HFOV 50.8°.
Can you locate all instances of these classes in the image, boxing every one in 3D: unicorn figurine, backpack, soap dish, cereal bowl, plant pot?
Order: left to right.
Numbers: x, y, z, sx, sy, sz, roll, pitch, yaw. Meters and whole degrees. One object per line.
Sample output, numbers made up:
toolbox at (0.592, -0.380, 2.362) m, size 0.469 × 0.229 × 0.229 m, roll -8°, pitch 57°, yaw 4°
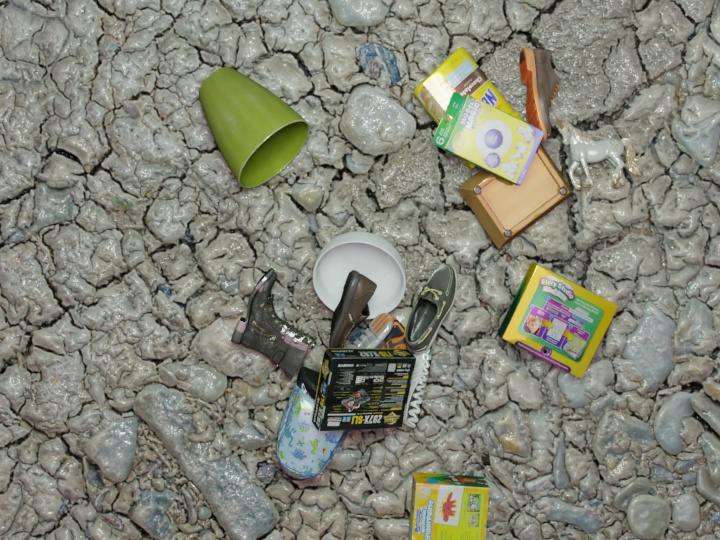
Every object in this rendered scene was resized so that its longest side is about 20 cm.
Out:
plant pot at (-0.234, -0.306, 1.541) m, size 0.187 × 0.187 × 0.201 m, roll -42°, pitch 79°, yaw 4°
backpack at (-0.103, 0.339, 1.620) m, size 0.161 × 0.154 × 0.202 m, roll 28°, pitch 107°, yaw -9°
cereal bowl at (0.000, 0.000, 1.586) m, size 0.195 × 0.084 × 0.204 m, roll 3°, pitch 126°, yaw 3°
soap dish at (0.328, -0.166, 1.586) m, size 0.198 × 0.081 × 0.159 m, roll -36°, pitch 95°, yaw 4°
unicorn figurine at (0.483, -0.243, 1.590) m, size 0.195 × 0.074 × 0.141 m, roll -2°, pitch 87°, yaw -14°

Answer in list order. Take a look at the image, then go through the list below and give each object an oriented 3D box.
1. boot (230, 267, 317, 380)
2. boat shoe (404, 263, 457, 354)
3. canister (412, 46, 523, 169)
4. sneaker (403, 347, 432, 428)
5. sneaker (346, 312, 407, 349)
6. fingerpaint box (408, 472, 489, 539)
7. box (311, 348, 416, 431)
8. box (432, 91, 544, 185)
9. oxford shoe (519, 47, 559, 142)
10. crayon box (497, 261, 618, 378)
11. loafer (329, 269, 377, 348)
boot at (-0.170, 0.115, 1.629) m, size 0.171 × 0.069 × 0.203 m, roll 26°, pitch 103°, yaw -5°
boat shoe at (0.149, 0.074, 1.595) m, size 0.070 × 0.061 × 0.205 m, roll 17°, pitch 77°, yaw 24°
canister at (0.220, -0.336, 1.568) m, size 0.148 × 0.087 × 0.201 m, roll -40°, pitch 93°, yaw 4°
sneaker at (0.106, 0.234, 1.635) m, size 0.079 × 0.075 × 0.205 m, roll 14°, pitch 95°, yaw 8°
sneaker at (0.027, 0.193, 1.610) m, size 0.200 × 0.078 × 0.112 m, roll -44°, pitch 125°, yaw 8°
fingerpaint box at (0.190, 0.556, 1.663) m, size 0.162 × 0.073 × 0.205 m, roll 3°, pitch 95°, yaw -1°
box at (0.008, 0.242, 1.546) m, size 0.196 × 0.049 × 0.163 m, roll 2°, pitch 109°, yaw -27°
box at (0.251, -0.264, 1.507) m, size 0.196 × 0.048 × 0.119 m, roll 24°, pitch 96°, yaw -1°
oxford shoe at (0.377, -0.363, 1.554) m, size 0.071 × 0.071 × 0.205 m, roll -5°, pitch 80°, yaw -4°
crayon box at (0.420, 0.106, 1.625) m, size 0.197 × 0.058 × 0.175 m, roll 26°, pitch 94°, yaw -3°
loafer at (-0.016, 0.094, 1.559) m, size 0.069 × 0.074 × 0.202 m, roll 14°, pitch 129°, yaw -9°
